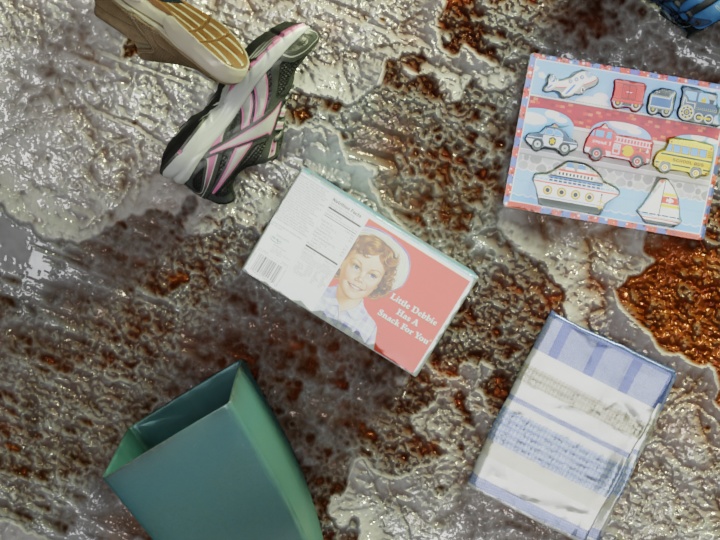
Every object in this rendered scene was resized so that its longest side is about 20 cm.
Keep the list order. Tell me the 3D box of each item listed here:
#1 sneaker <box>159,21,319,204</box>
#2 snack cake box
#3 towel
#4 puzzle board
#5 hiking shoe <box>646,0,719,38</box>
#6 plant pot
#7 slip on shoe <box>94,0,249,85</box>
[{"bbox_3d":[-0.103,-0.150,1.225,0.086,0.080,0.200,39,98,-22],"label":"sneaker"},{"bbox_3d":[0.000,0.000,1.229,0.199,0.067,0.115,32,95,-1],"label":"snack cake box"},{"bbox_3d":[0.209,0.159,1.256,0.146,0.024,0.201,25,95,3],"label":"towel"},{"bbox_3d":[0.249,-0.119,1.226,0.199,0.017,0.152,10,97,3],"label":"puzzle board"},{"bbox_3d":[0.299,-0.262,1.177,0.199,0.074,0.087,7,96,3],"label":"hiking shoe"},{"bbox_3d":[-0.124,0.220,1.230,0.141,0.141,0.200,-32,101,7],"label":"plant pot"},{"bbox_3d":[-0.183,-0.221,1.189,0.200,0.076,0.061,39,114,23],"label":"slip on shoe"}]
